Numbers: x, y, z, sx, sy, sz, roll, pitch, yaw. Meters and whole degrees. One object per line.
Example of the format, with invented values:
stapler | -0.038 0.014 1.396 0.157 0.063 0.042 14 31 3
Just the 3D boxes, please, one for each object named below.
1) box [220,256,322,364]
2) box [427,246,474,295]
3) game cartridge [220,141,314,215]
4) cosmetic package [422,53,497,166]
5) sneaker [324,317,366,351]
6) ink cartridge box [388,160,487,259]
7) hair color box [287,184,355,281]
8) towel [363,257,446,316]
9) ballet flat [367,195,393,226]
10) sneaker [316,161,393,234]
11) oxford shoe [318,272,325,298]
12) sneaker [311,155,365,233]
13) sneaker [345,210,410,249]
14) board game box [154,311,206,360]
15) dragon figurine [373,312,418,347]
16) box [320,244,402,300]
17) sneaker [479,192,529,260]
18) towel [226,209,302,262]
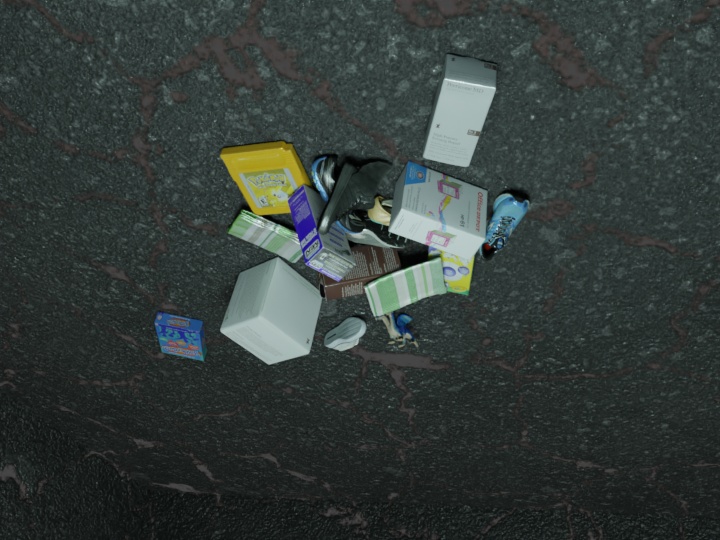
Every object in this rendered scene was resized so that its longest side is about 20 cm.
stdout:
box | -0.239 0.113 1.849 0.169 0.204 0.198 -18 135 37
box | 0.224 -0.008 1.683 0.114 0.049 0.202 11 146 11
game cartridge | -0.205 -0.208 1.548 0.172 0.033 0.201 -3 144 19
cosmetic package | 0.186 -0.299 1.283 0.099 0.075 0.202 10 146 0
sneaker | -0.031 0.192 2.022 0.070 0.075 0.199 20 154 -28
ink cartridge box | 0.171 -0.129 1.455 0.196 0.147 0.085 19 143 -11
hair color box | -0.088 -0.085 1.502 0.065 0.202 0.108 -41 136 22
towel | 0.112 0.044 1.659 0.195 0.024 0.154 -18 146 2
ballet flat | 0.114 -0.120 1.555 0.195 0.069 0.064 15 131 -8
sneaker | -0.013 -0.152 1.435 0.102 0.204 0.060 25 165 -12
oxford shoe | -0.070 0.001 1.758 0.070 0.074 0.202 14 144 -4
sneaker | -0.037 -0.166 1.506 0.081 0.071 0.202 -20 119 19
sneaker | 0.025 -0.095 1.615 0.195 0.075 0.080 17 155 2
board game box | -0.589 0.220 2.221 0.148 0.046 0.202 11 145 0
dragon figurine | 0.116 0.162 1.939 0.058 0.102 0.198 -23 152 36
box | 0.000 0.000 1.664 0.195 0.102 0.076 -8 146 -7
sneaker | 0.320 -0.091 1.512 0.076 0.092 0.201 15 145 -5
towel | -0.232 -0.080 1.707 0.196 0.031 0.149 23 154 -17
